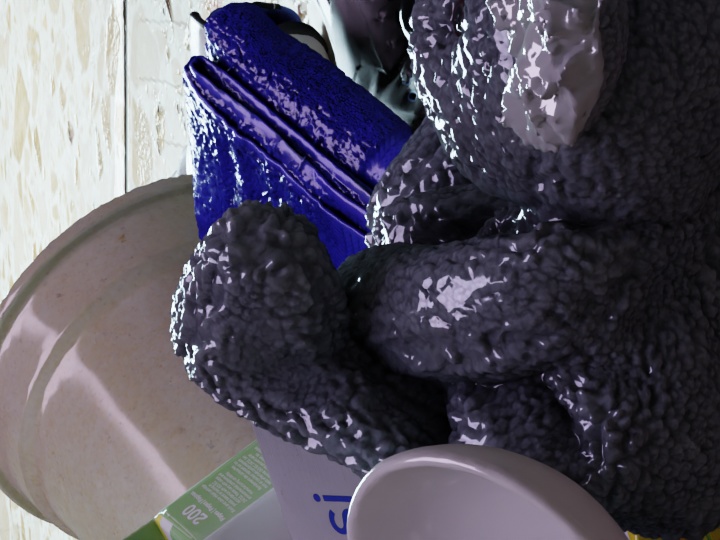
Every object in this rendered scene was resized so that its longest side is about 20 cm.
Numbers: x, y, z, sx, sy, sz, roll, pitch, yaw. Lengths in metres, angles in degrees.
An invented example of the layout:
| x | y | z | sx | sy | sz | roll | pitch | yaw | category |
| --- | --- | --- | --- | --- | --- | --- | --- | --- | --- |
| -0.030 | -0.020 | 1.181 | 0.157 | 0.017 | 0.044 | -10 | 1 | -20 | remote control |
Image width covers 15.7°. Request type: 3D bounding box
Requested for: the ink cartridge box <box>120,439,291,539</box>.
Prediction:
| x | y | z | sx | sy | sz | roll | pitch | yaw | category |
| --- | --- | --- | --- | --- | --- | --- | --- | --- | --- |
| -0.044 | 0.155 | 1.033 | 0.048 | 0.200 | 0.146 | 27 | 149 | 58 | ink cartridge box |

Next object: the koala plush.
| x | y | z | sx | sy | sz | roll | pitch | yaw | category |
| --- | --- | --- | --- | --- | --- | --- | --- | --- | --- |
| 0.068 | -0.036 | 0.807 | 0.183 | 0.177 | 0.201 | 30 | 124 | 22 | koala plush |

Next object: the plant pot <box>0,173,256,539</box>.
| x | y | z | sx | sy | sz | roll | pitch | yaw | category |
| --- | --- | --- | --- | --- | --- | --- | --- | --- | --- |
| -0.047 | 0.088 | 1.161 | 0.184 | 0.199 | 0.201 | 48 | 139 | 44 | plant pot |

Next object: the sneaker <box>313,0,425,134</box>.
| x | y | z | sx | sy | sz | roll | pitch | yaw | category |
| --- | --- | --- | --- | --- | --- | --- | --- | --- | --- |
| 0.028 | -0.105 | 1.061 | 0.112 | 0.073 | 0.201 | -179 | 77 | -68 | sneaker |

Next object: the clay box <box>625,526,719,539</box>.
| x | y | z | sx | sy | sz | roll | pitch | yaw | category |
| --- | --- | --- | --- | --- | --- | --- | --- | --- | --- |
| 0.103 | 0.157 | 0.904 | 0.115 | 0.047 | 0.201 | 138 | 127 | -69 | clay box |

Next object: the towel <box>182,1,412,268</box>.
| x | y | z | sx | sy | sz | roll | pitch | yaw | category |
| --- | --- | --- | --- | --- | --- | --- | --- | --- | --- |
| 0.000 | 0.000 | 1.038 | 0.200 | 0.049 | 0.148 | 42 | 148 | 29 | towel |

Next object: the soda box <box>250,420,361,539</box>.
| x | y | z | sx | sy | sz | roll | pitch | yaw | category |
| --- | --- | --- | --- | --- | --- | --- | --- | --- | --- |
| 0.024 | 0.112 | 0.976 | 0.068 | 0.063 | 0.201 | -3 | 114 | 39 | soda box |

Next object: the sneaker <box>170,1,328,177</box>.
| x | y | z | sx | sy | sz | roll | pitch | yaw | category |
| --- | --- | --- | --- | --- | --- | --- | --- | --- | --- |
| -0.054 | -0.067 | 1.304 | 0.199 | 0.080 | 0.116 | 135 | 133 | -57 | sneaker |

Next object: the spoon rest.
| x | y | z | sx | sy | sz | roll | pitch | yaw | category |
| --- | --- | --- | --- | --- | --- | --- | --- | --- | --- |
| 0.082 | 0.116 | 0.748 | 0.061 | 0.199 | 0.100 | -53 | -14 | -41 | spoon rest |
